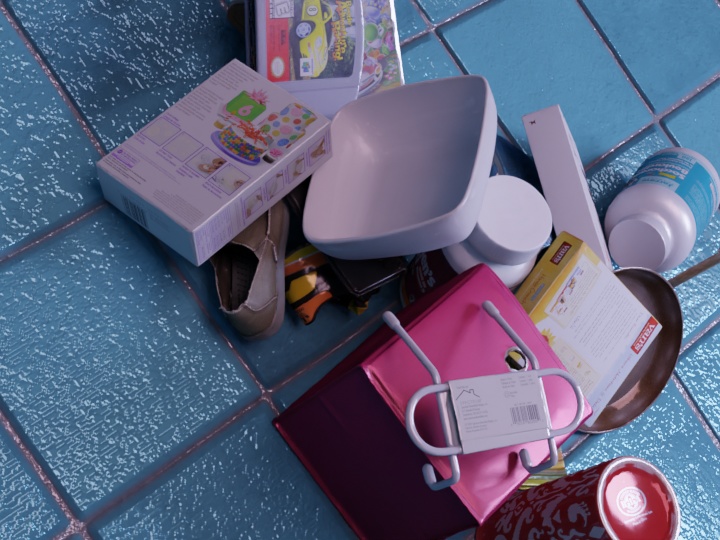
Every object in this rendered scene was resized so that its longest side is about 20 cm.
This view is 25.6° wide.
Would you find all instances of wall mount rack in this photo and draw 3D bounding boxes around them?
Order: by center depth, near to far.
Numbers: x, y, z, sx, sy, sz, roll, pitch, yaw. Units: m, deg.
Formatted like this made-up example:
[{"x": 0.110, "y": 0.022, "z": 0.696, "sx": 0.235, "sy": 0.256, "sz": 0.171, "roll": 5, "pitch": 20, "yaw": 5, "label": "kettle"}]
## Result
[{"x": 0.106, "y": 0.109, "z": 1.481, "sx": 0.199, "sy": 0.074, "sz": 0.175, "roll": -5, "pitch": 76, "yaw": -31, "label": "wall mount rack"}]

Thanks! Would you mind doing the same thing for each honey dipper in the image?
[{"x": 0.371, "y": 0.013, "z": 1.854, "sx": 0.038, "sy": 0.200, "sz": 0.038, "roll": 13, "pitch": 62, "yaw": -27, "label": "honey dipper"}]

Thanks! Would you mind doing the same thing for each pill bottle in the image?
[{"x": 0.123, "y": -0.013, "z": 1.701, "sx": 0.109, "sy": 0.200, "sz": 0.110, "roll": 9, "pitch": 59, "yaw": -16, "label": "pill bottle"}, {"x": 0.360, "y": -0.067, "z": 1.911, "sx": 0.111, "sy": 0.111, "sz": 0.200, "roll": 50, "pitch": 35, "yaw": -3, "label": "pill bottle"}]

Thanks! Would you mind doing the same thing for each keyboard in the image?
[{"x": -0.017, "y": -0.073, "z": 1.684, "sx": 0.127, "sy": 0.021, "sz": 0.201, "roll": -26, "pitch": 77, "yaw": -34, "label": "keyboard"}]

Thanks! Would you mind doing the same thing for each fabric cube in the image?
[{"x": 0.072, "y": 0.146, "z": 1.605, "sx": 0.199, "sy": 0.200, "sz": 0.197, "roll": -37, "pitch": 91, "yaw": -37, "label": "fabric cube"}]

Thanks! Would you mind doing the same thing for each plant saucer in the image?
[{"x": 0.284, "y": 0.088, "z": 1.814, "sx": 0.199, "sy": 0.032, "sz": 0.201, "roll": -13, "pitch": 115, "yaw": -29, "label": "plant saucer"}]

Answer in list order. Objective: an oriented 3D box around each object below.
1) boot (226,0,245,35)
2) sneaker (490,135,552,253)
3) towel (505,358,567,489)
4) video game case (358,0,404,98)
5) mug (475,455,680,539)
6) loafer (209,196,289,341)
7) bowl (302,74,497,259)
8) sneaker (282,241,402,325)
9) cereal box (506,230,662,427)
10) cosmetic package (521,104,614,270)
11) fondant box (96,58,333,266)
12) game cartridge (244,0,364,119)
[{"x": -0.060, "y": -0.318, "z": 1.828, "sx": 0.199, "sy": 0.070, "sz": 0.147, "roll": 17, "pitch": 54, "yaw": -26, "label": "boot"}, {"x": 0.164, "y": -0.081, "z": 1.848, "sx": 0.076, "sy": 0.081, "sz": 0.201, "roll": 29, "pitch": 35, "yaw": -26, "label": "sneaker"}, {"x": 0.182, "y": 0.148, "z": 1.789, "sx": 0.086, "sy": 0.018, "sz": 0.201, "roll": 4, "pitch": 66, "yaw": -32, "label": "towel"}, {"x": -0.022, "y": -0.264, "z": 1.773, "sx": 0.143, "sy": 0.018, "sz": 0.201, "roll": -18, "pitch": 109, "yaw": -26, "label": "video game case"}, {"x": 0.237, "y": 0.256, "z": 1.658, "sx": 0.133, "sy": 0.200, "sz": 0.178, "roll": 41, "pitch": 54, "yaw": -9, "label": "mug"}, {"x": -0.117, "y": -0.030, "z": 1.634, "sx": 0.070, "sy": 0.075, "sz": 0.201, "roll": 33, "pitch": 46, "yaw": -59, "label": "loafer"}, {"x": 0.049, "y": -0.094, "z": 1.620, "sx": 0.075, "sy": 0.199, "sz": 0.201, "roll": 52, "pitch": 41, "yaw": -42, "label": "bowl"}, {"x": 0.000, "y": 0.000, "z": 1.716, "sx": 0.199, "sy": 0.070, "sz": 0.091, "roll": -18, "pitch": 86, "yaw": -32, "label": "sneaker"}, {"x": 0.234, "y": 0.067, "z": 1.720, "sx": 0.144, "sy": 0.039, "sz": 0.200, "roll": -53, "pitch": 134, "yaw": -5, "label": "cereal box"}, {"x": 0.247, "y": -0.075, "z": 1.856, "sx": 0.151, "sy": 0.051, "sz": 0.201, "roll": 35, "pitch": 38, "yaw": -70, "label": "cosmetic package"}, {"x": -0.146, "y": -0.113, "z": 1.613, "sx": 0.144, "sy": 0.058, "sz": 0.200, "roll": 34, "pitch": 62, "yaw": 27, "label": "fondant box"}, {"x": -0.060, "y": -0.256, "z": 1.722, "sx": 0.132, "sy": 0.041, "sz": 0.201, "roll": -10, "pitch": 106, "yaw": -30, "label": "game cartridge"}]
